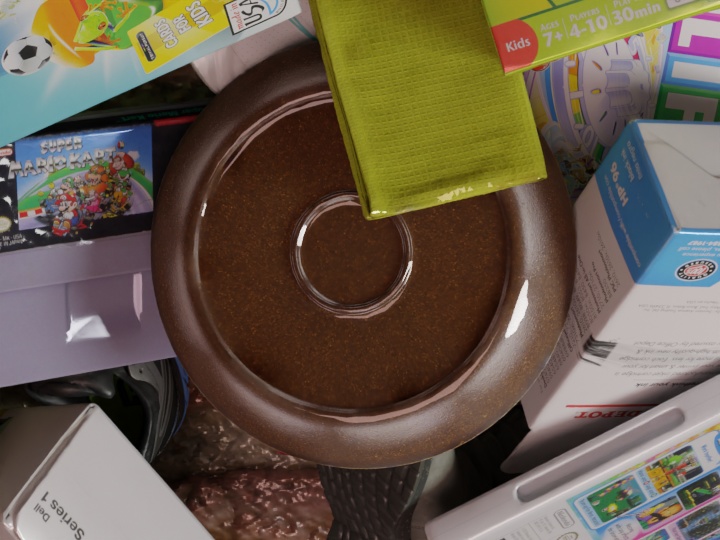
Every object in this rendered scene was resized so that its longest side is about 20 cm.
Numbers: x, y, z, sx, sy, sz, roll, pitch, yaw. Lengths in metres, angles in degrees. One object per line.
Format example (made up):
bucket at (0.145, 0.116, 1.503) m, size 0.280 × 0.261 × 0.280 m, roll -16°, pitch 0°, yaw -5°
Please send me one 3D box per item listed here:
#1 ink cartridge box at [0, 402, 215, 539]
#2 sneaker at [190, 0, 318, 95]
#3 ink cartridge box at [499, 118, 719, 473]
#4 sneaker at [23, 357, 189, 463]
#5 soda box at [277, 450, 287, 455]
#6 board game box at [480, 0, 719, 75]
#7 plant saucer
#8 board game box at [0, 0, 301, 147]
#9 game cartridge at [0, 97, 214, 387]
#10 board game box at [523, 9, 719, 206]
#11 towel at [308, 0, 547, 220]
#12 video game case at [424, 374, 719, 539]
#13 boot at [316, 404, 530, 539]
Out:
ink cartridge box at (-0.176, 0.150, 1.130) m, size 0.200 × 0.084 × 0.145 m, roll -7°, pitch 129°, yaw 47°
sneaker at (-0.078, -0.173, 0.975) m, size 0.080 × 0.070 × 0.200 m, roll -26°, pitch 124°, yaw 12°
ink cartridge box at (0.143, 0.017, 1.017) m, size 0.116 × 0.068 × 0.200 m, roll 1°, pitch 143°, yaw -24°
sneaker at (-0.141, 0.023, 1.094) m, size 0.071 × 0.083 × 0.200 m, roll -10°, pitch 121°, yaw 17°
soda box at (0.000, 0.000, 1.074) m, size 0.063 × 0.070 × 0.200 m, roll 6°, pitch 124°, yaw -3°
board game box at (0.082, -0.193, 0.903) m, size 0.102 × 0.048 × 0.200 m, roll -17°, pitch 93°, yaw 16°
plant saucer at (-0.002, -0.008, 0.976) m, size 0.200 × 0.032 × 0.200 m, roll 0°, pitch 90°, yaw 8°
board game box at (-0.135, -0.128, 0.878) m, size 0.200 × 0.047 × 0.151 m, roll -25°, pitch 145°, yaw -6°
game cartridge at (-0.128, -0.013, 1.032) m, size 0.200 × 0.038 × 0.130 m, roll -9°, pitch 117°, yaw -25°
board game box at (0.114, -0.102, 1.018) m, size 0.134 × 0.034 × 0.200 m, roll 7°, pitch 124°, yaw 0°
towel at (0.019, -0.128, 0.947) m, size 0.086 × 0.018 × 0.200 m, roll -14°, pitch 86°, yaw 0°
video game case at (0.140, 0.123, 1.086) m, size 0.182 × 0.024 × 0.200 m, roll -28°, pitch 152°, yaw 5°
boot at (0.043, 0.095, 1.085) m, size 0.068 × 0.131 × 0.200 m, roll 33°, pitch 133°, yaw 32°
